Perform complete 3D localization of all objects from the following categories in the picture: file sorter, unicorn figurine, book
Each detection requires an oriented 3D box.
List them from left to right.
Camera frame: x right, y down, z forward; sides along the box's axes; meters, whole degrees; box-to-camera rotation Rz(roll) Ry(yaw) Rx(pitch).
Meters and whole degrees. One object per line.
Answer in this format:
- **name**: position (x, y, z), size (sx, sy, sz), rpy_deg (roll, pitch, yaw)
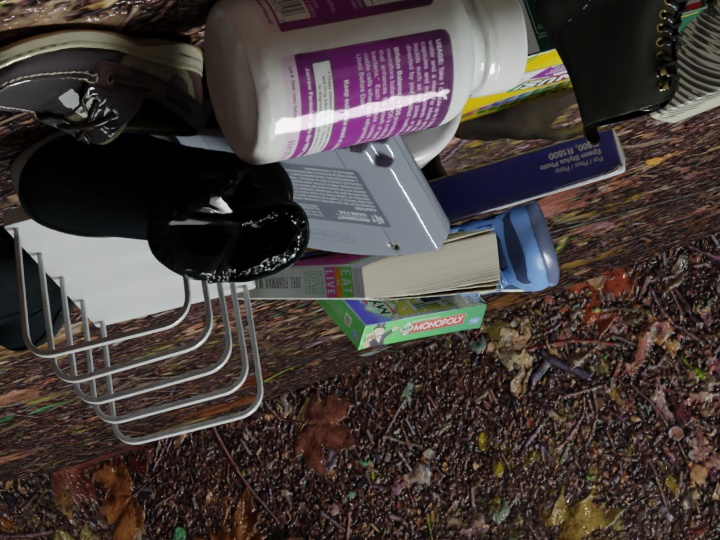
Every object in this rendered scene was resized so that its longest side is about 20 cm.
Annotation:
- **file sorter**: position (-0.165, 0.033, 1.546), size (0.138, 0.125, 0.200), rpy_deg (-14, 154, 8)
- **book**: position (0.000, 0.000, 1.644), size (0.133, 0.049, 0.199), rpy_deg (-9, -176, -33)
- **unicorn figurine**: position (0.148, -0.145, 1.737), size (0.136, 0.075, 0.200), rpy_deg (-8, -177, 27)

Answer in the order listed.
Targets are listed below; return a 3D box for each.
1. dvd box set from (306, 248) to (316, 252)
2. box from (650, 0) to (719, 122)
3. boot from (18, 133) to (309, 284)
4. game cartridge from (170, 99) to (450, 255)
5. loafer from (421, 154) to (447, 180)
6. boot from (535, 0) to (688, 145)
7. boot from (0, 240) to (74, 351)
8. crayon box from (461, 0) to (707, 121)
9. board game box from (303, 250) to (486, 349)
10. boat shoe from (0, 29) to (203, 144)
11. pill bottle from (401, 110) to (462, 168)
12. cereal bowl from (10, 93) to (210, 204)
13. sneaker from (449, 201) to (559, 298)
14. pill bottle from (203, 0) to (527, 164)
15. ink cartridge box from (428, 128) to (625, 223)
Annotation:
- **dvd box set**: position (-0.075, -0.026, 1.711), size (0.198, 0.030, 0.146), rpy_deg (-11, -177, 1)
- **box**: position (0.338, -0.200, 1.768), size (0.199, 0.083, 0.068), rpy_deg (-22, 169, 26)
- **boot**: position (-0.135, -0.044, 1.362), size (0.198, 0.077, 0.168), rpy_deg (4, -169, -5)
- **game cartridge**: position (-0.036, -0.065, 1.482), size (0.199, 0.041, 0.134), rpy_deg (8, 144, 33)
- **loafer**: position (0.028, -0.110, 1.772), size (0.075, 0.069, 0.200), rpy_deg (-26, 164, 1)
- **boot**: position (0.221, -0.185, 1.413), size (0.199, 0.139, 0.077), rpy_deg (-23, 169, 32)
- **boot**: position (-0.336, 0.026, 1.844), size (0.167, 0.077, 0.200), rpy_deg (-14, 166, -44)
- **crayon box**: position (0.147, -0.178, 1.589), size (0.198, 0.059, 0.173), rpy_deg (-16, 172, -12)
- **board game box**: position (0.004, -0.008, 1.821), size (0.134, 0.200, 0.029), rpy_deg (-9, 130, -35)
- **boat shoe**: position (-0.171, -0.115, 1.333), size (0.072, 0.065, 0.199), rpy_deg (-22, 170, 34)
- **pill bottle**: position (-0.002, -0.109, 1.562), size (0.110, 0.112, 0.200), rpy_deg (-14, 172, -19)
- **cereal bowl**: position (-0.169, -0.067, 1.606), size (0.198, 0.084, 0.200), rpy_deg (-17, 171, -3)
- **sneaker**: position (0.109, -0.011, 1.720), size (0.082, 0.075, 0.200), rpy_deg (-14, 179, -15)
- **pill bottle**: position (0.005, -0.142, 1.349), size (0.198, 0.113, 0.112), rpy_deg (-13, 171, -21)
- **ink cartridge box**: position (0.123, -0.074, 1.698), size (0.198, 0.041, 0.200), rpy_deg (-16, -179, 8)
